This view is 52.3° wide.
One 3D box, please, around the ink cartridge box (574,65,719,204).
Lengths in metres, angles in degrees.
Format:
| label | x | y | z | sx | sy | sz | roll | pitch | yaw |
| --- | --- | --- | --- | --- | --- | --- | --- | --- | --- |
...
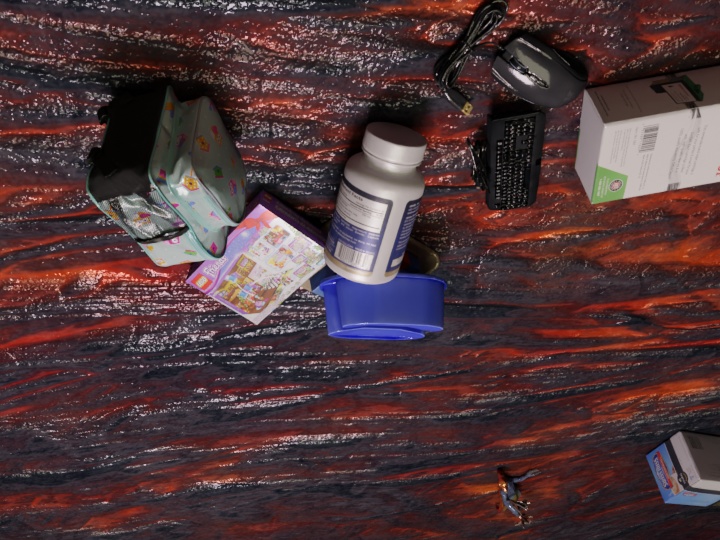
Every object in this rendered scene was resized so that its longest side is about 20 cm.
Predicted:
| label | x | y | z | sx | sy | sz | roll | pitch | yaw |
| --- | --- | --- | --- | --- | --- | --- | --- | --- | --- |
| ink cartridge box | 0.406 | -0.183 | 0.993 | 0.199 | 0.085 | 0.146 | -10 | 140 | 1 |

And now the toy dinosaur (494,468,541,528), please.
| label | x | y | z | sx | sy | sz | roll | pitch | yaw |
| --- | --- | --- | --- | --- | --- | --- | --- | --- | --- |
| toy dinosaur | 0.370 | 0.573 | 1.861 | 0.200 | 0.105 | 0.182 | -26 | 117 | 37 |

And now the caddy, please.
| label | x | y | z | sx | sy | sz | roll | pitch | yaw |
| --- | --- | --- | --- | --- | --- | --- | --- | --- | --- |
| caddy | 0.036 | 0.043 | 1.110 | 0.199 | 0.105 | 0.141 | 4 | 163 | -21 |

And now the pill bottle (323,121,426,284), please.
| label | x | y | z | sx | sy | sz | roll | pitch | yaw |
| --- | --- | --- | --- | --- | --- | --- | --- | --- | --- |
| pill bottle | 0.023 | -0.092 | 0.991 | 0.111 | 0.111 | 0.201 | 7 | 120 | -17 |

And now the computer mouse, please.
| label | x | y | z | sx | sy | sz | roll | pitch | yaw |
| --- | --- | --- | --- | --- | --- | --- | --- | --- | --- |
| computer mouse | 0.191 | -0.234 | 0.925 | 0.200 | 0.046 | 0.140 | 24 | 129 | -32 |

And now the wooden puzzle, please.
| label | x | y | z | sx | sy | sz | roll | pitch | yaw |
| --- | --- | --- | --- | --- | --- | --- | --- | --- | --- |
| wooden puzzle | 0.000 | 0.000 | 1.160 | 0.200 | 0.046 | 0.185 | 29 | 127 | -36 |

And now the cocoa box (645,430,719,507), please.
| label | x | y | z | sx | sy | sz | roll | pitch | yaw |
| --- | --- | --- | --- | --- | --- | --- | --- | --- | --- |
| cocoa box | 0.843 | 0.496 | 1.814 | 0.199 | 0.134 | 0.131 | 12 | 136 | -22 |

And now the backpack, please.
| label | x | y | z | sx | sy | sz | roll | pitch | yaw |
| --- | --- | --- | --- | --- | --- | --- | --- | --- | --- |
| backpack | -0.223 | -0.105 | 0.903 | 0.153 | 0.176 | 0.200 | -8 | 144 | 5 |

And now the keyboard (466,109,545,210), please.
| label | x | y | z | sx | sy | sz | roll | pitch | yaw |
| --- | --- | --- | --- | --- | --- | --- | --- | --- | --- |
| keyboard | 0.202 | -0.138 | 1.023 | 0.104 | 0.040 | 0.200 | -5 | 146 | 7 |

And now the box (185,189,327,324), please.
| label | x | y | z | sx | sy | sz | roll | pitch | yaw |
| --- | --- | --- | --- | --- | --- | --- | --- | --- | --- |
| box | -0.151 | -0.014 | 1.102 | 0.137 | 0.039 | 0.200 | 34 | 125 | -24 |
